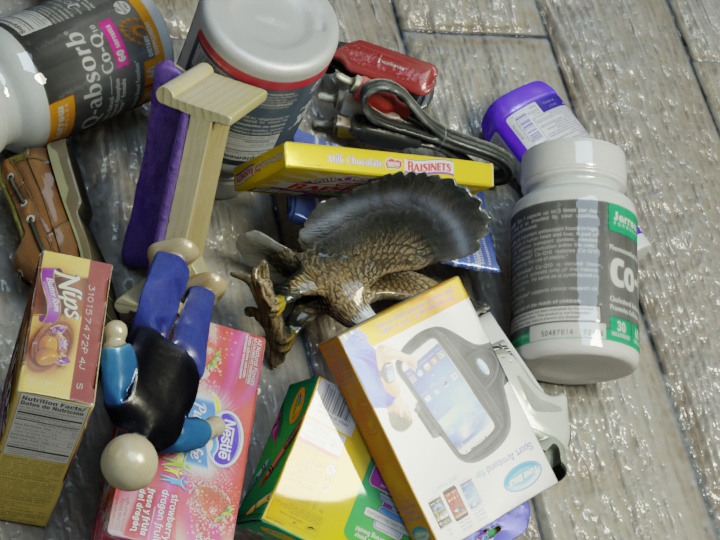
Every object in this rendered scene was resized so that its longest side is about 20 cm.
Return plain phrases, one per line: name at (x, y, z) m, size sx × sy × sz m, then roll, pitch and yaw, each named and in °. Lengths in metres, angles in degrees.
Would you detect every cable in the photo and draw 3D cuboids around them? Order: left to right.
cable at (0.060, -0.138, 1.518) m, size 0.199 × 0.097 × 0.050 m, roll 12°, pitch 53°, yaw -15°

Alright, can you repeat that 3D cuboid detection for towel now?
towel at (0.026, -0.064, 1.473) m, size 0.199 × 0.024 × 0.145 m, roll 14°, pitch 33°, yaw -13°

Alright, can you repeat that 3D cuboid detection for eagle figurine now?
eagle figurine at (0.004, 0.007, 1.371) m, size 0.200 × 0.152 × 0.151 m, roll -27°, pitch 100°, yaw -14°

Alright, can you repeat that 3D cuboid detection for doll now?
doll at (-0.141, 0.074, 1.173) m, size 0.137 × 0.048 × 0.200 m, roll 53°, pitch 33°, yaw -34°

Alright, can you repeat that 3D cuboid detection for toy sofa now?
toy sofa at (-0.150, -0.062, 1.307) m, size 0.097 × 0.201 × 0.083 m, roll 21°, pitch 26°, yaw 11°

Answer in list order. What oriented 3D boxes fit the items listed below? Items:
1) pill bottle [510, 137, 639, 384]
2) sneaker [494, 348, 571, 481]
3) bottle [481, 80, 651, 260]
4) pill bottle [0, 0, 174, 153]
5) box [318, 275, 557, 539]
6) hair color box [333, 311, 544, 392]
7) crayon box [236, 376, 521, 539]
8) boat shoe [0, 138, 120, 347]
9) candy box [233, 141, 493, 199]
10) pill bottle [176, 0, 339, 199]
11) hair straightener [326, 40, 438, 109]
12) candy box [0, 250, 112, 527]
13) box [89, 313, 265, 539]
pill bottle at (0.189, -0.008, 1.447) m, size 0.113 × 0.113 × 0.201 m, roll 8°, pitch 71°, yaw -18°
sneaker at (0.081, 0.095, 1.312) m, size 0.200 × 0.074 × 0.089 m, roll 27°, pitch 54°, yaw -18°
bottle at (0.200, -0.087, 1.563) m, size 0.083 × 0.065 × 0.200 m, roll -27°, pitch 71°, yaw -27°
pill bottle at (-0.267, -0.167, 1.391) m, size 0.200 × 0.116 × 0.116 m, roll -31°, pitch 73°, yaw -35°
box at (0.065, 0.118, 1.226) m, size 0.119 × 0.041 × 0.200 m, roll -26°, pitch 87°, yaw -29°
hair color box at (0.051, 0.120, 1.363) m, size 0.200 × 0.061 × 0.102 m, roll -22°, pitch 70°, yaw -31°
crayon box at (0.019, 0.179, 1.245) m, size 0.200 × 0.058 × 0.119 m, roll 29°, pitch 68°, yaw -17°
boat shoe at (-0.245, -0.006, 1.330) m, size 0.068 × 0.072 × 0.201 m, roll -17°, pitch 69°, yaw -1°
candy box at (0.003, -0.079, 1.385) m, size 0.199 × 0.102 × 0.027 m, roll 4°, pitch 77°, yaw -28°
pill bottle at (-0.103, -0.154, 1.396) m, size 0.119 × 0.200 × 0.120 m, roll 11°, pitch 54°, yaw -16°
hair straightener at (-0.026, -0.190, 1.536) m, size 0.199 × 0.077 × 0.041 m, roll 15°, pitch 72°, yaw 5°
candy box at (-0.228, 0.089, 1.179) m, size 0.056 × 0.200 × 0.117 m, roll 13°, pitch 53°, yaw -15°
box at (-0.141, 0.144, 1.244) m, size 0.095 × 0.100 × 0.200 m, roll 16°, pitch 53°, yaw -12°
